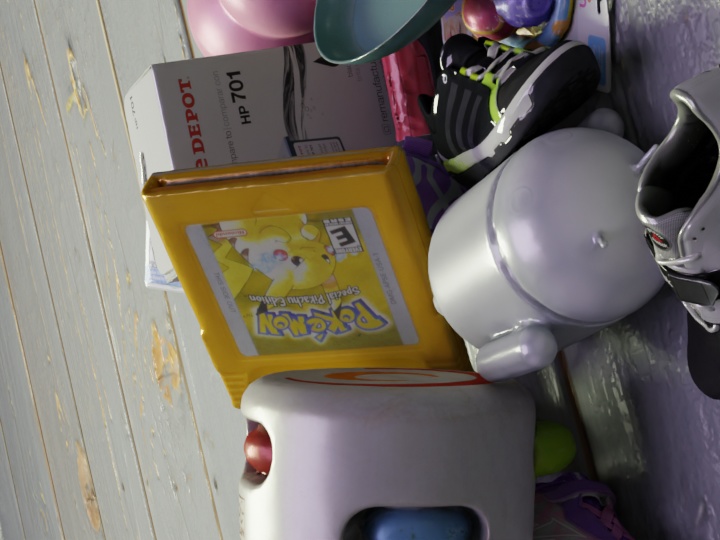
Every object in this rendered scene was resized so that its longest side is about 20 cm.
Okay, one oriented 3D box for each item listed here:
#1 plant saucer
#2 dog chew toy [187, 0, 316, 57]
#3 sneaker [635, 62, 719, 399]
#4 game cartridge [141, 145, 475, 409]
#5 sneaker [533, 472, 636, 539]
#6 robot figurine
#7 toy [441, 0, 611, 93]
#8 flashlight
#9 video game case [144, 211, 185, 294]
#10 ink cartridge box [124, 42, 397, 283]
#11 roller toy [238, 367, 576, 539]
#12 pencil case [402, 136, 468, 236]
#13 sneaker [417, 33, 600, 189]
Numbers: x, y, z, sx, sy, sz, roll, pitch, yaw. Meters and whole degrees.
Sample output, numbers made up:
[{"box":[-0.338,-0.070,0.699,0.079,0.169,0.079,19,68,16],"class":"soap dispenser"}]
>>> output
[{"box":[0.039,-0.214,1.114,0.200,0.027,0.201,-43,30,33],"class":"plant saucer"},{"box":[-0.062,-0.222,1.315,0.200,0.124,0.125,121,134,-65],"class":"dog chew toy"},{"box":[0.177,-0.018,0.917,0.074,0.088,0.201,42,138,52],"class":"sneaker"},{"box":[-0.030,0.015,1.144,0.032,0.176,0.201,-69,-33,-49],"class":"game cartridge"},{"box":[0.140,0.173,1.103,0.200,0.080,0.089,0,75,61],"class":"sneaker"},{"box":[0.112,-0.015,1.031,0.200,0.113,0.170,142,148,-65],"class":"robot figurine"},{"box":[0.085,-0.182,1.107,0.200,0.047,0.116,-148,50,-60],"class":"toy"},{"box":[0.030,-0.139,1.227,0.068,0.067,0.201,163,97,-68],"class":"flashlight"},{"box":[-0.091,-0.064,1.431,0.199,0.022,0.183,8,102,30],"class":"video game case"},{"box":[-0.055,-0.083,1.275,0.086,0.199,0.147,156,102,-66],"class":"ink cartridge box"},{"box":[0.014,0.134,1.073,0.199,0.182,0.140,2,91,34],"class":"roller toy"},{"box":[0.000,0.000,1.201,0.200,0.084,0.086,-54,37,39],"class":"pencil case"},{"box":[0.075,-0.108,1.069,0.083,0.072,0.200,54,160,2],"class":"sneaker"}]
